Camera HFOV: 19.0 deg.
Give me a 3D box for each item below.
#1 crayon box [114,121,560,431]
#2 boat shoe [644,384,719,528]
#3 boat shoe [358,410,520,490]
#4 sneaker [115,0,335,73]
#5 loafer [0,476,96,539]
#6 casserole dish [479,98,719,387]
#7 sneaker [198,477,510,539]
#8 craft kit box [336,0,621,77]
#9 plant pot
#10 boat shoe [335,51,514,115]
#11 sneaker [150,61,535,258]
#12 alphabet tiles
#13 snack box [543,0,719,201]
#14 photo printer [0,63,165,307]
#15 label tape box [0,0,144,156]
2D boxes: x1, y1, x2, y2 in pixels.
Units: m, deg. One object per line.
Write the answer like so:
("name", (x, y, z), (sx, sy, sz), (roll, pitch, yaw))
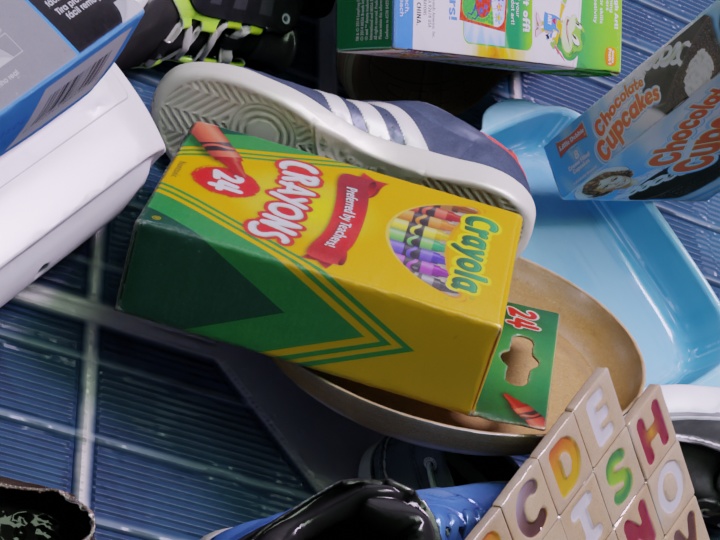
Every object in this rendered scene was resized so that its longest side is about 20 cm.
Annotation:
("crayon box", (0.000, 0.000, 0.995), (0.200, 0.051, 0.127), (16, 26, 0))
("boat shoe", (0.203, 0.109, 1.132), (0.200, 0.069, 0.057), (16, 47, -30))
("boat shoe", (0.082, 0.149, 1.020), (0.200, 0.062, 0.073), (49, 45, 2))
("sneaker", (-0.066, -0.135, 1.103), (0.083, 0.072, 0.200), (49, 45, 1))
("loafer", (-0.193, 0.098, 0.846), (0.200, 0.071, 0.073), (4, 58, -35))
("casserole dish", (0.122, -0.002, 1.173), (0.121, 0.039, 0.200), (-24, 75, -44))
("sneaker", (0.029, 0.127, 0.926), (0.200, 0.111, 0.077), (-1, 82, -20))
("craft kit box", (0.067, -0.206, 1.126), (0.197, 0.049, 0.200), (1, 91, -46))
("plant pot", (0.037, 0.035, 1.036), (0.200, 0.027, 0.200), (12, 26, -6))
("boat shoe", (0.049, -0.136, 1.200), (0.065, 0.072, 0.200), (26, 36, 34))
("sneaker", (-0.007, -0.061, 1.093), (0.200, 0.075, 0.085), (22, 30, -7))
("alphabet tiles", (0.101, 0.149, 0.960), (0.200, 0.008, 0.167), (-46, 126, -40))
("snack box", (0.202, -0.099, 1.131), (0.116, 0.200, 0.037), (-1, 63, -37))
("photo printer", (-0.192, -0.064, 0.960), (0.166, 0.069, 0.200), (45, 44, 1))
("label tape box", (-0.211, -0.131, 0.900), (0.200, 0.066, 0.143), (45, 44, -1))
